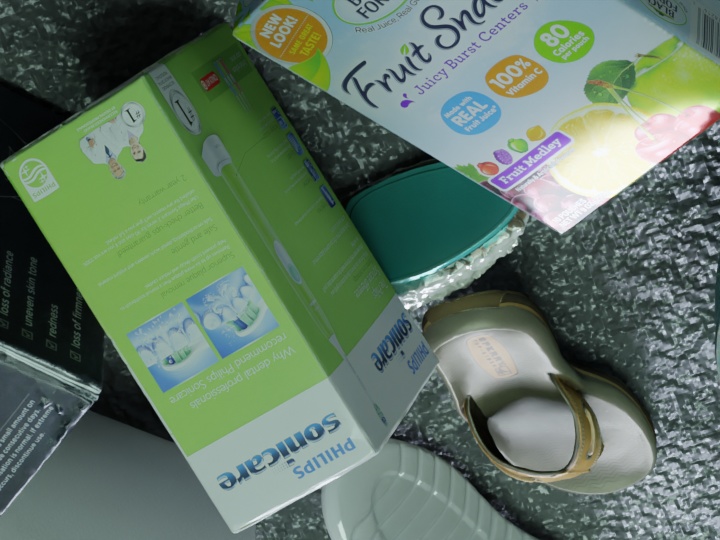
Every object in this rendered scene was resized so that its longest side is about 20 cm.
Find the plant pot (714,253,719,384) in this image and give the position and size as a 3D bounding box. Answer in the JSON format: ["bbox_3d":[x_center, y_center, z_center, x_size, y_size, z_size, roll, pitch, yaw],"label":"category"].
[{"bbox_3d":[0.263,-0.008,1.383,0.200,0.134,0.200,-2,126,-2],"label":"plant pot"}]

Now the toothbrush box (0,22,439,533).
[{"bbox_3d":[-0.061,-0.001,1.323,0.086,0.146,0.200,-31,97,19],"label":"toothbrush box"}]

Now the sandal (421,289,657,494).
[{"bbox_3d":[0.092,0.076,1.467,0.080,0.054,0.200,-22,144,17],"label":"sandal"}]

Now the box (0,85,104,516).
[{"bbox_3d":[-0.229,-0.007,1.319,0.197,0.200,0.124,29,121,-22],"label":"box"}]

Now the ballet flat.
[{"bbox_3d":[0.000,0.000,1.430,0.200,0.072,0.072,-23,124,16],"label":"ballet flat"}]

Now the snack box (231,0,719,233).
[{"bbox_3d":[0.063,-0.111,1.306,0.200,0.053,0.142,30,135,-24],"label":"snack box"}]

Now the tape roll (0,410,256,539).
[{"bbox_3d":[-0.159,0.170,1.453,0.139,0.203,0.203,23,122,-19],"label":"tape roll"}]

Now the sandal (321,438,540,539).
[{"bbox_3d":[0.049,0.159,1.546,0.203,0.083,0.050,35,161,-27],"label":"sandal"}]
